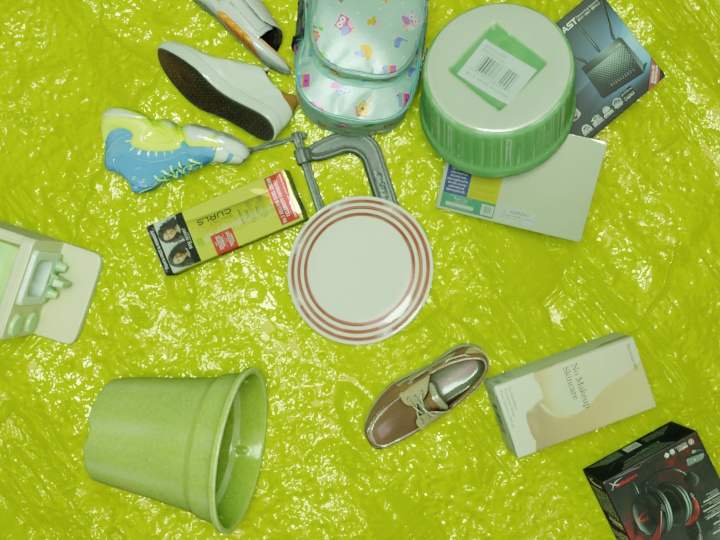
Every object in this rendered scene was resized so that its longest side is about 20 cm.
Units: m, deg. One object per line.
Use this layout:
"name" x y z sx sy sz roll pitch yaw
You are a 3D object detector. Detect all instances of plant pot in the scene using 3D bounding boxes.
"plant pot" -0.232 0.210 0.909 0.183 0.200 0.202 7 89 9

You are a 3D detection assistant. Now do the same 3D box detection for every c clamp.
"c clamp" -0.038 -0.105 0.991 0.170 0.027 0.201 -24 89 -8

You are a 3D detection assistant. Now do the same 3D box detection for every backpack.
"backpack" -0.002 -0.279 0.930 0.174 0.153 0.202 6 94 -8

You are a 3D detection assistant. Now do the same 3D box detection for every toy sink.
"toy sink" -0.455 0.010 0.923 0.199 0.112 0.131 19 89 -2

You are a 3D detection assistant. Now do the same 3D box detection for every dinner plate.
"dinner plate" 0.000 0.000 0.974 0.198 0.024 0.202 -3 103 -11

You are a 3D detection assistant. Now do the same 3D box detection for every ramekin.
"ramekin" 0.168 -0.225 0.891 0.198 0.098 0.202 -2 74 9

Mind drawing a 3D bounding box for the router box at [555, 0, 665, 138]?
"router box" 0.285 -0.254 0.985 0.200 0.062 0.150 -40 91 -2

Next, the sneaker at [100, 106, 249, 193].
"sneaker" -0.249 -0.146 0.962 0.198 0.076 0.106 15 101 5

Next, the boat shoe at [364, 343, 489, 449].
"boat shoe" 0.088 0.167 0.968 0.200 0.072 0.076 -39 91 -2

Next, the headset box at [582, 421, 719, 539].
"headset box" 0.419 0.332 0.982 0.148 0.075 0.201 -26 91 -4

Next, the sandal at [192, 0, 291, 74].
"sandal" -0.160 -0.345 0.956 0.206 0.079 0.059 42 91 0

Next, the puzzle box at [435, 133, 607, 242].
"puzzle box" 0.208 -0.126 0.955 0.199 0.025 0.134 15 108 13

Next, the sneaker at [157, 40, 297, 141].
"sneaker" -0.175 -0.252 0.972 0.199 0.073 0.085 34 58 4

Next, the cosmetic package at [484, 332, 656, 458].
"cosmetic package" 0.279 0.165 0.978 0.199 0.071 0.106 -21 90 -3

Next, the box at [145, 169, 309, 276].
"box" -0.173 -0.062 0.954 0.199 0.050 0.076 -21 92 5
